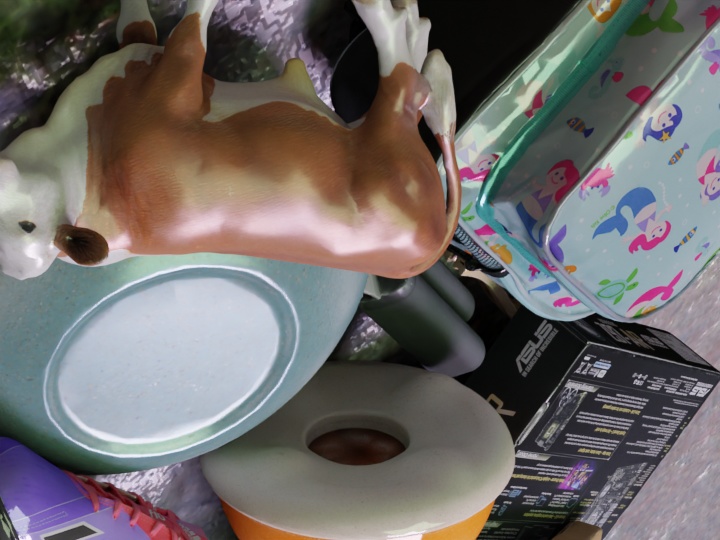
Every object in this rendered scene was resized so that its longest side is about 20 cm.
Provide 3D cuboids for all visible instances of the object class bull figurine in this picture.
[{"bbox_3d":[-0.052,-0.051,0.757,0.200,0.065,0.122,6,98,-28],"label":"bull figurine"}]

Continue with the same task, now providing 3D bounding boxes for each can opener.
[{"bbox_3d":[0.000,0.000,0.959,0.066,0.053,0.200,-20,152,20],"label":"can opener"}]

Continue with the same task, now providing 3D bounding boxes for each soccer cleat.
[{"bbox_3d":[-0.106,0.117,0.878,0.073,0.068,0.200,-26,143,2],"label":"soccer cleat"}]

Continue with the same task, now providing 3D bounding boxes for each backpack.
[{"bbox_3d":[0.101,-0.067,0.905,0.178,0.151,0.200,-48,152,-3],"label":"backpack"}]

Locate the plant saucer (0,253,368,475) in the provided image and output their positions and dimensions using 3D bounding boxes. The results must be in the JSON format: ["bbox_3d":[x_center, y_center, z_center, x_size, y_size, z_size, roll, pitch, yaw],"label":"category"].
[{"bbox_3d":[-0.082,0.026,0.846,0.201,0.039,0.201,-16,138,-15],"label":"plant saucer"}]

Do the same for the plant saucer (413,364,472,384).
[{"bbox_3d":[0.019,0.119,1.118,0.200,0.034,0.200,-29,143,-24],"label":"plant saucer"}]

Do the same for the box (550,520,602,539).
[{"bbox_3d":[0.071,0.232,1.059,0.200,0.021,0.164,-23,126,-64],"label":"box"}]

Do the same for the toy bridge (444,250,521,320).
[{"bbox_3d":[0.108,0.000,1.090,0.200,0.027,0.067,5,123,-51],"label":"toy bridge"}]

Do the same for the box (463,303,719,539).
[{"bbox_3d":[0.102,0.099,1.111,0.160,0.044,0.200,-56,152,12],"label":"box"}]

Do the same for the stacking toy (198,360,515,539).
[{"bbox_3d":[-0.004,0.156,0.988,0.146,0.146,0.200,-19,122,-36],"label":"stacking toy"}]
